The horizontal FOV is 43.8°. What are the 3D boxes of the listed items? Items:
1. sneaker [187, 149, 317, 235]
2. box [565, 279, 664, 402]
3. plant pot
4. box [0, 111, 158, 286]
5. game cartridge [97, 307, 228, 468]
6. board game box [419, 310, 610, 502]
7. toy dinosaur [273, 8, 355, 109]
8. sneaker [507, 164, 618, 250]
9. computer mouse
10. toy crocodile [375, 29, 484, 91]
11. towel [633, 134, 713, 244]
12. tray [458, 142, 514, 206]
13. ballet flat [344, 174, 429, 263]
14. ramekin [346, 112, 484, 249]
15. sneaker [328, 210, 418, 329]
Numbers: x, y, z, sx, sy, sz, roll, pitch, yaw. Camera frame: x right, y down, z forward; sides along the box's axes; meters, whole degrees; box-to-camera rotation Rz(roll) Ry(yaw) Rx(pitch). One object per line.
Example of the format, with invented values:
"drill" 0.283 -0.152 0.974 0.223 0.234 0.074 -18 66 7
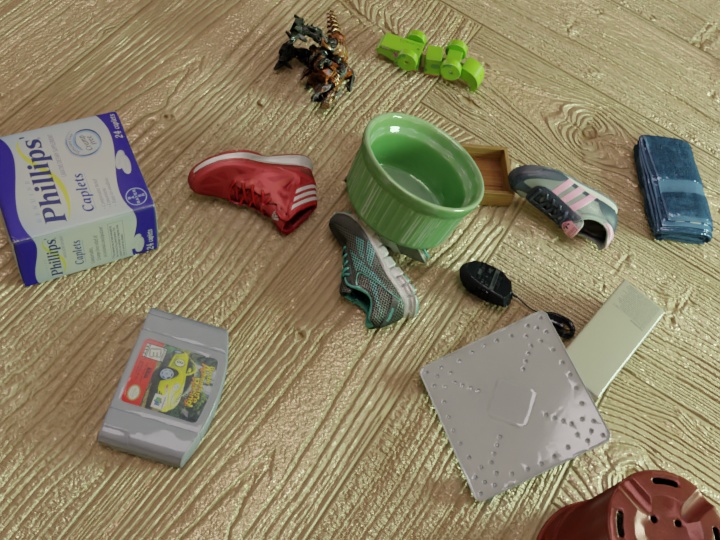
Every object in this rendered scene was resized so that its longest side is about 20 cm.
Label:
"sneaker" -0.156 -0.114 1.347 0.196 0.079 0.117 -8 58 -14
"box" 0.356 0.111 1.309 0.082 0.069 0.199 40 60 16
"plant pot" 0.331 0.346 1.079 0.196 0.196 0.204 5 57 -8
"box" -0.411 -0.106 1.275 0.197 0.106 0.186 -18 62 -20
"game cartridge" -0.249 0.152 1.186 0.131 0.041 0.203 18 56 -5
"board game box" 0.207 0.183 1.219 0.197 0.026 0.202 -25 63 1
"toy dinosaur" -0.069 -0.364 1.532 0.133 0.103 0.202 19 37 -17
"sneaker" 0.323 -0.100 1.421 0.197 0.070 0.083 21 56 -10
"computer mouse" 0.234 0.050 1.352 0.198 0.034 0.059 33 41 4
"toy crocodile" 0.124 -0.372 1.581 0.196 0.062 0.068 15 56 4
"towel" 0.530 -0.140 1.514 0.109 0.049 0.203 4 57 -9
"tray" 0.147 -0.160 1.460 0.196 0.037 0.100 4 57 -10
"ballet flat" 0.035 -0.079 1.380 0.063 0.067 0.202 -31 65 3
"ramekin" 0.074 -0.128 1.317 0.197 0.098 0.202 19 41 -18
"sneaker" 0.000 0.000 1.309 0.090 0.078 0.201 -27 65 -21
